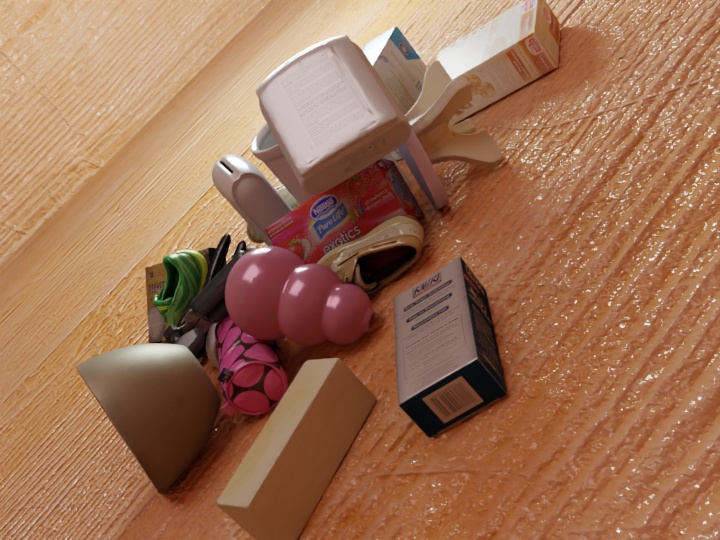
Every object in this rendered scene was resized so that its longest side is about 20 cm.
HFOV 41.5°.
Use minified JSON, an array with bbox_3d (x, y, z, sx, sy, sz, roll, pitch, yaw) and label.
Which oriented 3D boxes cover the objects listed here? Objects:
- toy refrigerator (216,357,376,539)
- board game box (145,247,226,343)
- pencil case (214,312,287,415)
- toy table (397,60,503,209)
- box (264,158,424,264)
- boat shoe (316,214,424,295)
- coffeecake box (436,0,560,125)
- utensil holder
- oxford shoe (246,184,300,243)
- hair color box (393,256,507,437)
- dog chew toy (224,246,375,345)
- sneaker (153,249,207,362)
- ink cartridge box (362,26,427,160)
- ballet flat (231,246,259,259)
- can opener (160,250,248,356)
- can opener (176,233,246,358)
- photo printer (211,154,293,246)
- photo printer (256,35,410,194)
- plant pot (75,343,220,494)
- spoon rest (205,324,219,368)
[{"bbox_3d":[-0.070,0.199,1.059,0.070,0.076,0.200,-10,39,49],"label":"toy refrigerator"},{"bbox_3d":[-0.292,0.045,1.589,0.200,0.035,0.136,-12,79,46],"label":"board game box"},{"bbox_3d":[-0.158,0.119,1.311,0.094,0.091,0.200,-47,21,9],"label":"pencil case"},{"bbox_3d":[0.111,-0.199,1.361,0.117,0.200,0.184,-30,-9,0],"label":"toy table"},{"bbox_3d":[-0.023,-0.067,1.362,0.200,0.100,0.095,-32,-10,19],"label":"box"},{"bbox_3d":[0.000,0.000,1.288,0.200,0.074,0.066,-37,28,22],"label":"boat shoe"},{"bbox_3d":[0.218,-0.342,1.536,0.200,0.073,0.154,-26,28,31],"label":"coffeecake box"},{"bbox_3d":[-0.042,-0.167,1.473,0.170,0.200,0.170,-33,26,19],"label":"utensil holder"},{"bbox_3d":[-0.115,-0.118,1.656,0.200,0.071,0.074,-43,27,-4],"label":"oxford shoe"},{"bbox_3d":[0.093,0.079,1.037,0.100,0.061,0.200,-32,26,18],"label":"hair color box"},{"bbox_3d":[-0.075,0.041,1.241,0.199,0.125,0.125,14,51,21],"label":"dog chew toy"},{"bbox_3d":[-0.289,0.068,1.498,0.074,0.083,0.201,-4,86,46],"label":"sneaker"},{"bbox_3d":[0.045,-0.295,1.623,0.084,0.145,0.200,-21,31,37],"label":"ink cartridge box"},{"bbox_3d":[-0.184,0.001,1.561,0.068,0.067,0.200,-32,26,17],"label":"ballet flat"},{"bbox_3d":[-0.209,0.060,1.349,0.200,0.053,0.066,-49,53,10],"label":"can opener"},{"bbox_3d":[-0.223,0.040,1.456,0.079,0.063,0.201,-11,51,60],"label":"can opener"},{"bbox_3d":[-0.159,-0.101,1.534,0.069,0.200,0.166,-42,25,-4],"label":"photo printer"},{"bbox_3d":[-0.045,-0.221,1.301,0.166,0.069,0.200,-32,59,3],"label":"photo printer"},{"bbox_3d":[-0.266,0.175,1.266,0.134,0.201,0.200,-33,21,-18],"label":"plant pot"},{"bbox_3d":[-0.163,0.058,1.439,0.099,0.061,0.200,19,64,49],"label":"spoon rest"}]
